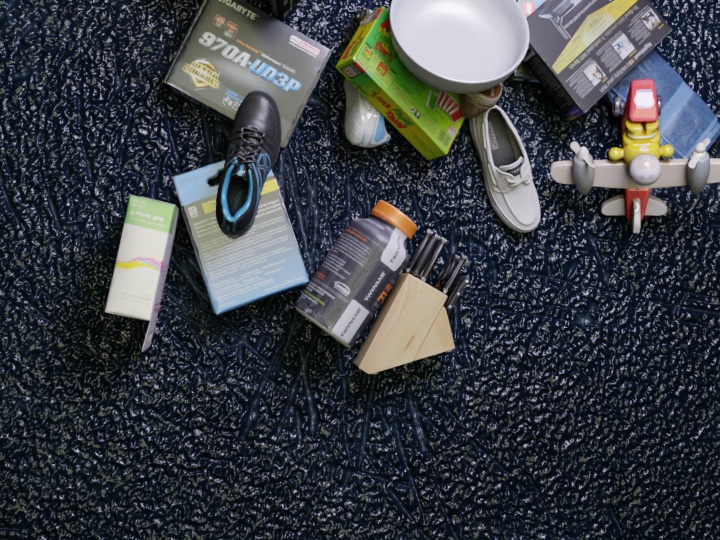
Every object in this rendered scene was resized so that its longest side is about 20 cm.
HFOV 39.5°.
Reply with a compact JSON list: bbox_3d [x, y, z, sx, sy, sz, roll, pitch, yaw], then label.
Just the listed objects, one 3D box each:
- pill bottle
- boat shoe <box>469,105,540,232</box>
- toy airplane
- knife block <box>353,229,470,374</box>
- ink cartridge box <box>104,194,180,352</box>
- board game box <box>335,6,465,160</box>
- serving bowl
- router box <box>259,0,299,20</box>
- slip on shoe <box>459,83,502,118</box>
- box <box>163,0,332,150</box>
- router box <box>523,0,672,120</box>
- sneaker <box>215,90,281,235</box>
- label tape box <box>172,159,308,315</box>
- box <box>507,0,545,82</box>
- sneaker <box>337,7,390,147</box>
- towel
[{"bbox_3d":[0.000,0.000,1.441,0.105,0.106,0.202,35,86,-6],"label":"pill bottle"},{"bbox_3d":[0.222,-0.151,1.488,0.071,0.066,0.204,-19,97,-8],"label":"boat shoe"},{"bbox_3d":[0.406,-0.148,1.463,0.199,0.142,0.200,43,111,-9],"label":"toy airplane"},{"bbox_3d":[0.069,0.042,1.473,0.196,0.064,0.179,-16,92,-7],"label":"knife block"},{"bbox_3d":[-0.306,0.004,1.393,0.066,0.117,0.204,12,88,-7],"label":"ink cartridge box"},{"bbox_3d":[0.065,-0.265,1.433,0.199,0.047,0.103,41,62,-25],"label":"board game box"},{"bbox_3d":[0.131,-0.321,1.390,0.196,0.066,0.204,4,61,-7],"label":"serving bowl"},{"bbox_3d":[-0.142,-0.431,1.371,0.150,0.200,0.062,44,90,-5],"label":"router box"},{"bbox_3d":[0.182,-0.311,1.473,0.075,0.061,0.203,15,59,-12],"label":"slip on shoe"},{"bbox_3d":[-0.162,-0.291,1.448,0.197,0.046,0.161,28,87,-7],"label":"box"},{"bbox_3d":[0.333,-0.345,1.463,0.199,0.052,0.158,-41,95,-13],"label":"router box"},{"bbox_3d":[-0.151,-0.150,1.372,0.072,0.082,0.204,11,85,-4],"label":"sneaker"},{"bbox_3d":[-0.172,-0.055,1.438,0.142,0.063,0.204,-18,89,-7],"label":"label tape box"},{"bbox_3d":[0.296,-0.387,1.515,0.134,0.038,0.205,3,90,-8],"label":"box"},{"bbox_3d":[0.011,-0.280,1.468,0.071,0.071,0.205,2,85,-36],"label":"sneaker"},{"bbox_3d":[0.458,-0.252,1.533,0.200,0.049,0.112,44,84,-6],"label":"towel"}]
